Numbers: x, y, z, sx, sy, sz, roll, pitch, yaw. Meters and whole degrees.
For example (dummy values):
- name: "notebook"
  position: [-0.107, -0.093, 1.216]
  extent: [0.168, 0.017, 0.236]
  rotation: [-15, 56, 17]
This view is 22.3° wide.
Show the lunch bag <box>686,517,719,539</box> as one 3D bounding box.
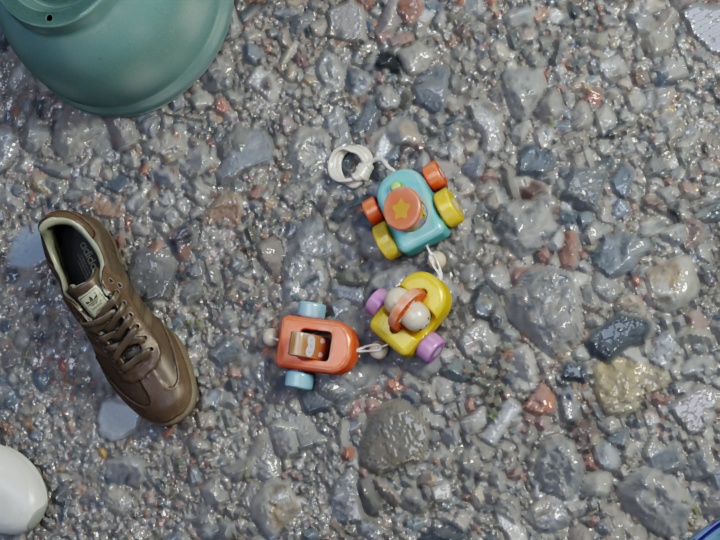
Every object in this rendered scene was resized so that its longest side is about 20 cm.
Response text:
- name: "lunch bag"
  position: [0.243, 0.213, 1.253]
  extent: [0.094, 0.150, 0.200]
  rotation: [41, 96, 19]

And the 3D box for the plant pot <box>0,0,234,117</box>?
- name: "plant pot"
  position: [-0.219, -0.239, 1.490]
  extent: [0.199, 0.134, 0.202]
  rotation: [-3, 80, 18]

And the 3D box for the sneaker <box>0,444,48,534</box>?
- name: "sneaker"
  position: [-0.345, 0.153, 1.501]
  extent: [0.200, 0.080, 0.071]
  rotation: [32, 91, 19]

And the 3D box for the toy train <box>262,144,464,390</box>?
- name: "toy train"
  position: [0.000, 0.000, 1.420]
  extent: [0.149, 0.056, 0.201]
  rotation: [12, 86, 20]

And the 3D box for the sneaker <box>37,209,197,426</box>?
- name: "sneaker"
  position: [-0.206, 0.039, 1.472]
  extent: [0.070, 0.076, 0.200]
  rotation: [-37, 72, 10]
